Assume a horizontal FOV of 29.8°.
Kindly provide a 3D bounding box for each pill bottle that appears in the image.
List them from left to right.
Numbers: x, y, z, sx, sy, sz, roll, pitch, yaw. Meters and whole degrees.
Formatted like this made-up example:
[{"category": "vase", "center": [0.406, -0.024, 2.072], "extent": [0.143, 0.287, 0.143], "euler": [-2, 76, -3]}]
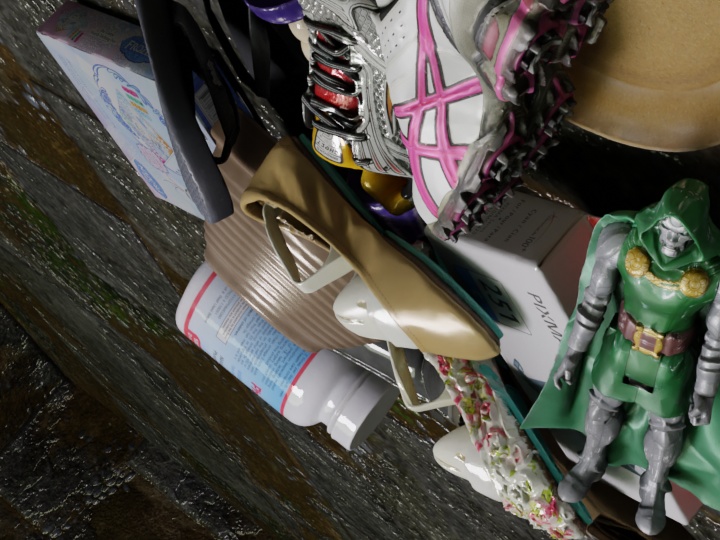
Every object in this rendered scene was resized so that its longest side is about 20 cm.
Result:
[{"category": "pill bottle", "center": [-0.061, 0.067, 1.212], "extent": [0.199, 0.109, 0.109], "euler": [38, 163, 14]}]

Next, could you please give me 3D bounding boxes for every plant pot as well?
[{"category": "plant pot", "center": [-0.038, -0.011, 0.901], "extent": [0.200, 0.093, 0.201], "euler": [41, -179, -1]}, {"category": "plant pot", "center": [0.084, -0.130, 0.544], "extent": [0.199, 0.028, 0.200], "euler": [37, 162, 14]}]

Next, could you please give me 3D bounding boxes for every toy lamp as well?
[{"category": "toy lamp", "center": [-0.004, -0.093, 0.783], "extent": [0.058, 0.058, 0.201], "euler": [25, 156, 43]}]

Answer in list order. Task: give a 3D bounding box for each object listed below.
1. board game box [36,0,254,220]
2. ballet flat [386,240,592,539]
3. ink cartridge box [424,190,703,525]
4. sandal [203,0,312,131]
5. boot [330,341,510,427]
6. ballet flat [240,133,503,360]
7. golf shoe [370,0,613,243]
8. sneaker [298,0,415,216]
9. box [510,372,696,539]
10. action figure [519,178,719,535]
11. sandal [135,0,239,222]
[{"category": "board game box", "center": [-0.141, -0.109, 1.072], "extent": [0.198, 0.043, 0.201], "euler": [25, 156, 41]}, {"category": "ballet flat", "center": [0.061, 0.074, 0.770], "extent": [0.201, 0.064, 0.076], "euler": [63, -171, 28]}, {"category": "ink cartridge box", "center": [0.140, 0.052, 0.681], "extent": [0.176, 0.045, 0.201], "euler": [21, 151, 53]}, {"category": "sandal", "center": [-0.069, -0.152, 0.803], "extent": [0.076, 0.043, 0.201], "euler": [32, 160, 31]}, {"category": "boot", "center": [0.020, 0.049, 1.052], "extent": [0.199, 0.073, 0.182], "euler": [38, 163, 17]}, {"category": "ballet flat", "center": [0.000, 0.000, 0.734], "extent": [0.200, 0.063, 0.069], "euler": [46, 179, 41]}, {"category": "golf shoe", "center": [0.045, -0.089, 0.574], "extent": [0.092, 0.072, 0.201], "euler": [43, 154, 17]}, {"category": "sneaker", "center": [0.008, -0.089, 0.658], "extent": [0.078, 0.082, 0.200], "euler": [43, 176, 36]}, {"category": "box", "center": [0.141, 0.127, 0.879], "extent": [0.163, 0.021, 0.200], "euler": [32, -169, -38]}, {"category": "action figure", "center": [0.127, 0.037, 0.596], "extent": [0.117, 0.055, 0.201], "euler": [17, 138, 18]}, {"category": "sandal", "center": [-0.104, -0.127, 0.814], "extent": [0.076, 0.042, 0.202], "euler": [89, 165, -70]}]
